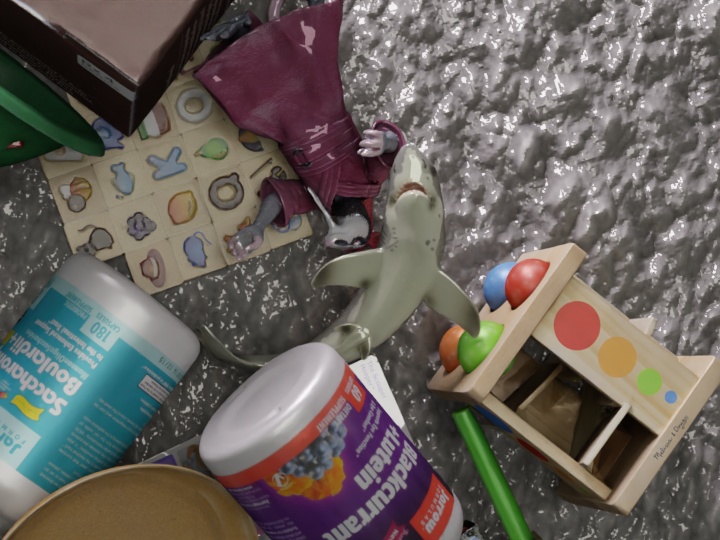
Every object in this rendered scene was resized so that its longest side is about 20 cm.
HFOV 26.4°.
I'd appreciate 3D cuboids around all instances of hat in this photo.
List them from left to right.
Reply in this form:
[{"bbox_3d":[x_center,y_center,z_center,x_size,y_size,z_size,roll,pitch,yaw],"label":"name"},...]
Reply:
[{"bbox_3d":[-0.296,-0.071,0.996,0.200,0.166,0.176,37,95,-17],"label":"hat"}]

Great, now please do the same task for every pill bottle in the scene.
[{"bbox_3d":[-0.205,0.095,1.014,0.111,0.111,0.200,37,80,-7],"label":"pill bottle"},{"bbox_3d":[-0.003,0.154,1.004,0.111,0.111,0.200,-43,107,-10],"label":"pill bottle"}]

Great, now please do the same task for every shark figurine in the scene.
[{"bbox_3d":[-0.005,0.021,1.053,0.214,0.090,0.128,-39,104,14],"label":"shark figurine"}]

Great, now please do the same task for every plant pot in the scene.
[{"bbox_3d":[-0.160,0.209,1.002,0.200,0.027,0.200,-13,119,-24],"label":"plant pot"}]

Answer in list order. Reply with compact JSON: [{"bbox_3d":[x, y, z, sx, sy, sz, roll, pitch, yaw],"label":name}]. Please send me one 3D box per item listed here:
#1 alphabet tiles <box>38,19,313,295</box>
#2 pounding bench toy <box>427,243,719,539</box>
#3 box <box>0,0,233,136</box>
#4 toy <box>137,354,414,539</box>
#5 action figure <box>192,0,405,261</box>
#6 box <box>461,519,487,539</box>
[{"bbox_3d":[-0.123,-0.081,1.094,0.200,0.006,0.167,-20,91,-12],"label":"alphabet tiles"},{"bbox_3d":[0.119,0.100,1.070,0.156,0.124,0.200,38,81,-7],"label":"pounding bench toy"},{"bbox_3d":[-0.158,-0.227,1.012,0.166,0.164,0.200,36,80,-5],"label":"box"},{"bbox_3d":[-0.052,0.152,1.072,0.200,0.047,0.115,-24,93,-11],"label":"toy"},{"bbox_3d":[-0.037,-0.094,1.076,0.134,0.149,0.200,-20,111,17],"label":"action figure"},{"bbox_3d":[0.036,0.290,1.085,0.200,0.040,0.137,-35,94,-11],"label":"box"}]
